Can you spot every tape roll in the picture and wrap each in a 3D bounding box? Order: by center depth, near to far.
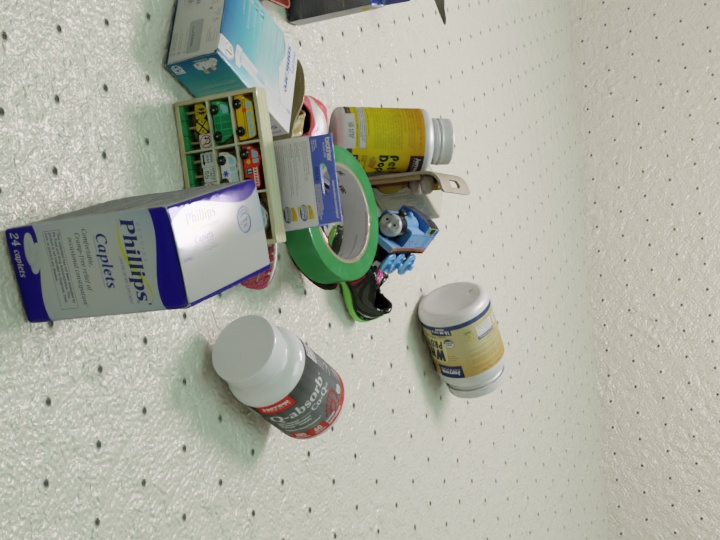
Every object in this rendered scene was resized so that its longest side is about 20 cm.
[{"bbox_3d":[-0.044,-0.082,1.573,0.200,0.048,0.201,21,65,-55],"label":"tape roll"}]

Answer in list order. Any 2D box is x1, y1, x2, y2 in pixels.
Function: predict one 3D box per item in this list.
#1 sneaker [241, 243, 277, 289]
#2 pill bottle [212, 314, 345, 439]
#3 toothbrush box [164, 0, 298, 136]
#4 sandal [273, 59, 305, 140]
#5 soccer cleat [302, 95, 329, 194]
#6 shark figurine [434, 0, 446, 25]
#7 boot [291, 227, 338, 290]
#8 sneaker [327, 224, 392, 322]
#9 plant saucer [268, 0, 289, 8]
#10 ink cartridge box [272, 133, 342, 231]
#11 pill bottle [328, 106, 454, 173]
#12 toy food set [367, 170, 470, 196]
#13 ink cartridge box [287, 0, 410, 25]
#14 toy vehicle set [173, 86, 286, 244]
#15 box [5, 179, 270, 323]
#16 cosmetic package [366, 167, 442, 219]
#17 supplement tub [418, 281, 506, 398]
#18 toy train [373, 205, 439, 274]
[{"bbox_3d":[-0.142,-0.073,1.481,0.075,0.081,0.200,12,72,-67],"label":"sneaker"},{"bbox_3d":[-0.110,0.144,1.448,0.200,0.116,0.116,47,42,-52],"label":"pill bottle"},{"bbox_3d":[-0.171,-0.292,1.471,0.200,0.085,0.147,43,44,-54],"label":"toothbrush box"},{"bbox_3d":[-0.121,-0.212,1.602,0.070,0.078,0.212,75,17,-73],"label":"sandal"},{"bbox_3d":[-0.077,-0.177,1.681,0.076,0.067,0.200,2,79,-58],"label":"soccer cleat"},{"bbox_3d":[0.059,-0.530,2.038,0.128,0.214,0.090,-113,-145,-47],"label":"shark figurine"},{"bbox_3d":[-0.071,-0.070,1.646,0.200,0.075,0.097,65,33,-31],"label":"boot"},{"bbox_3d":[0.000,0.000,1.772,0.077,0.084,0.200,-73,147,-44],"label":"sneaker"},{"bbox_3d":[-0.175,-0.502,1.582,0.200,0.037,0.200,-1,83,-66],"label":"plant saucer"},{"bbox_3d":[-0.115,-0.109,1.404,0.042,0.200,0.119,-8,91,-65],"label":"ink cartridge box"},{"bbox_3d":[0.051,-0.217,1.785,0.109,0.200,0.109,180,-90,-79],"label":"pill bottle"},{"bbox_3d":[0.072,-0.130,1.827,0.143,0.200,0.060,-4,90,-66],"label":"toy food set"},{"bbox_3d":[-0.033,-0.507,1.698,0.047,0.200,0.198,-16,98,-67],"label":"ink cartridge box"},{"bbox_3d":[-0.169,-0.127,1.381,0.027,0.124,0.200,-11,93,-66],"label":"toy vehicle set"},{"bbox_3d":[-0.227,-0.022,1.127,0.184,0.200,0.105,-31,113,-64],"label":"box"},{"bbox_3d":[0.069,-0.175,1.953,0.200,0.103,0.073,55,35,-48],"label":"cosmetic package"},{"bbox_3d":[0.206,0.138,2.119,0.144,0.144,0.200,-59,136,-54],"label":"supplement tub"},{"bbox_3d":[0.061,-0.057,1.873,0.114,0.087,0.200,-55,162,13],"label":"toy train"}]
